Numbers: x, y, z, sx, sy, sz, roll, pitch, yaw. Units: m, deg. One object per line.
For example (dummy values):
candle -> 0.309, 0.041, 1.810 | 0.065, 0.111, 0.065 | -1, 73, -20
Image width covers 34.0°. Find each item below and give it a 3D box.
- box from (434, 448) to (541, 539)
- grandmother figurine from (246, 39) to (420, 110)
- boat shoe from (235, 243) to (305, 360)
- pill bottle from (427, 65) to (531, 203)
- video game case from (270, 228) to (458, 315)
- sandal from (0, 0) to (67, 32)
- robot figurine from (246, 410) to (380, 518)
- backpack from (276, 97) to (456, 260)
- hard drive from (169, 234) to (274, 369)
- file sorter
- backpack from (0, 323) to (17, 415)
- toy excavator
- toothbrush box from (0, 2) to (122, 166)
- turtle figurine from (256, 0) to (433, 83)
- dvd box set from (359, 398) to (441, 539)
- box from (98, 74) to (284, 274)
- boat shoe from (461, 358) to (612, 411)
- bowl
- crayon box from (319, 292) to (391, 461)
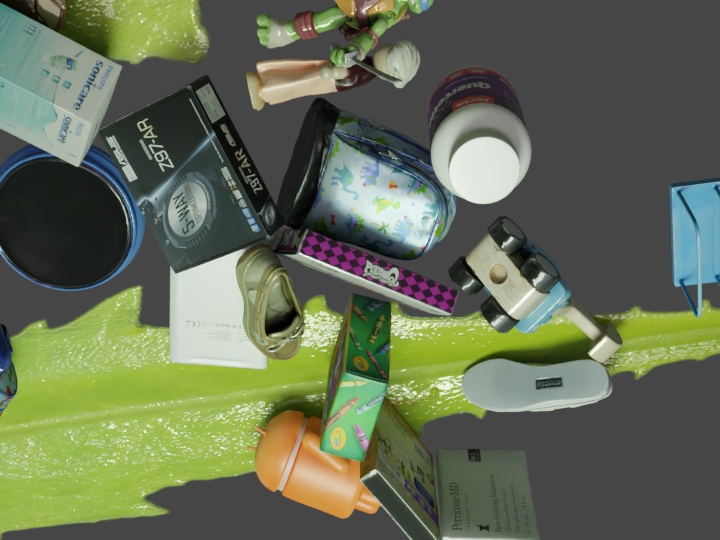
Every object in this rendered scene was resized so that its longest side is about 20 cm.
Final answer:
box -> 0.165, 0.379, 1.604 | 0.129, 0.199, 0.202 | 1, 117, 0
grandmother figurine -> -0.029, -0.226, 1.354 | 0.198, 0.121, 0.061 | -11, 103, 2
boat shoe -> -0.105, 0.054, 1.489 | 0.073, 0.063, 0.202 | -32, 141, -23
pill bottle -> 0.133, -0.152, 1.336 | 0.111, 0.200, 0.113 | 0, 117, 1
video game case -> 0.000, 0.000, 1.425 | 0.198, 0.181, 0.036 | 22, 86, -14
sandal -> -0.416, -0.339, 1.344 | 0.199, 0.054, 0.081 | 28, 110, 4
robot figurine -> -0.057, 0.259, 1.592 | 0.198, 0.144, 0.118 | 21, 102, -1
backpack -> 0.017, -0.095, 1.414 | 0.198, 0.154, 0.164 | 16, 111, -20
hard drive -> -0.182, 0.032, 1.535 | 0.130, 0.027, 0.202 | 5, 117, -1
file sorter -> 0.489, -0.032, 1.432 | 0.198, 0.123, 0.140 | -7, 116, 5
backpack -> -0.511, 0.111, 1.504 | 0.134, 0.183, 0.200 | -38, 125, 1
toy excavator -> 0.235, 0.031, 1.491 | 0.100, 0.199, 0.195 | -48, 66, 23
toothbrush box -> -0.386, -0.218, 1.341 | 0.199, 0.086, 0.146 | 27, 158, -10
turtle figurine -> -0.027, -0.301, 1.279 | 0.192, 0.200, 0.145 | -1, 122, 20
dvd box set -> 0.050, 0.257, 1.545 | 0.029, 0.200, 0.147 | -33, 112, 14
box -> -0.202, -0.111, 1.407 | 0.159, 0.044, 0.201 | -17, 107, 33
boat shoe -> 0.235, 0.158, 1.563 | 0.198, 0.074, 0.065 | 0, 161, 22
bowl -> -0.372, -0.065, 1.484 | 0.198, 0.039, 0.202 | 0, 117, 1
crayon box -> -0.005, 0.130, 1.482 | 0.058, 0.200, 0.120 | 15, 117, -5
